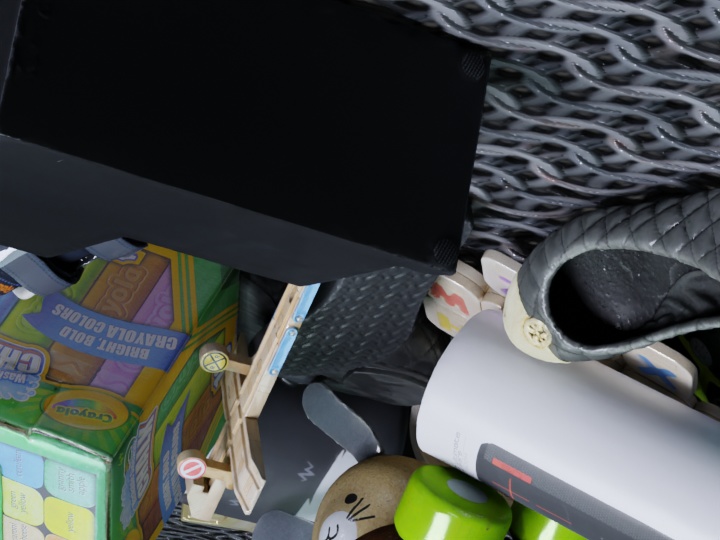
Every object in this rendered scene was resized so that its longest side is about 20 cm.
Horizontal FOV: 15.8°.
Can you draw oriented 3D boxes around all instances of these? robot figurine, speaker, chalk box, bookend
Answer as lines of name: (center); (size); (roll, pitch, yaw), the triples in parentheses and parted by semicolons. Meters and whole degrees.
robot figurine: (-0.051, 0.083, 1.496); (0.199, 0.151, 0.125); (17, -159, -25)
speaker: (0.127, 0.094, 1.243); (0.199, 0.081, 0.081); (27, 172, 23)
chalk box: (-0.155, 0.079, 1.293); (0.123, 0.200, 0.125); (19, 137, 11)
bookend: (-0.086, -0.056, 1.050); (0.199, 0.093, 0.198); (16, 166, -26)

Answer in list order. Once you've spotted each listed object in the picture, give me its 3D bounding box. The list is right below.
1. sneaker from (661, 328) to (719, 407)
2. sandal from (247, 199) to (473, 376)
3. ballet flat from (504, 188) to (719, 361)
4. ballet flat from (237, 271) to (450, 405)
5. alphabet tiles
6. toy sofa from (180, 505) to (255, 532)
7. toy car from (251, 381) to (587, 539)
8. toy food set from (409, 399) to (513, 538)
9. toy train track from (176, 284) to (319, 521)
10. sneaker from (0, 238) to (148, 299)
sneaker: (0.211, 0.057, 1.331); (0.075, 0.076, 0.200); (40, 169, 40)
sandal: (0.000, 0.000, 1.288); (0.075, 0.045, 0.200); (1, 152, -24)
ballet flat: (0.123, 0.006, 1.149); (0.067, 0.057, 0.200); (50, 146, -12)
ballet flat: (-0.038, 0.015, 1.385); (0.199, 0.057, 0.066); (26, 147, -28)
alphabet tiles: (0.116, 0.054, 1.320); (0.199, 0.015, 0.196); (30, 166, 15)
toy sofa: (-0.053, 0.122, 1.717); (0.097, 0.083, 0.200); (8, 166, -11)
toy car: (0.009, 0.148, 1.361); (0.157, 0.165, 0.200); (7, -157, -43)
toy food set: (0.141, 0.117, 1.425); (0.200, 0.061, 0.143); (35, -156, 33)
toy train track: (-0.054, 0.038, 1.259); (0.032, 0.115, 0.201); (15, 122, -19)
sneaker: (-0.144, -0.026, 1.237); (0.199, 0.080, 0.078); (1, 162, 28)
